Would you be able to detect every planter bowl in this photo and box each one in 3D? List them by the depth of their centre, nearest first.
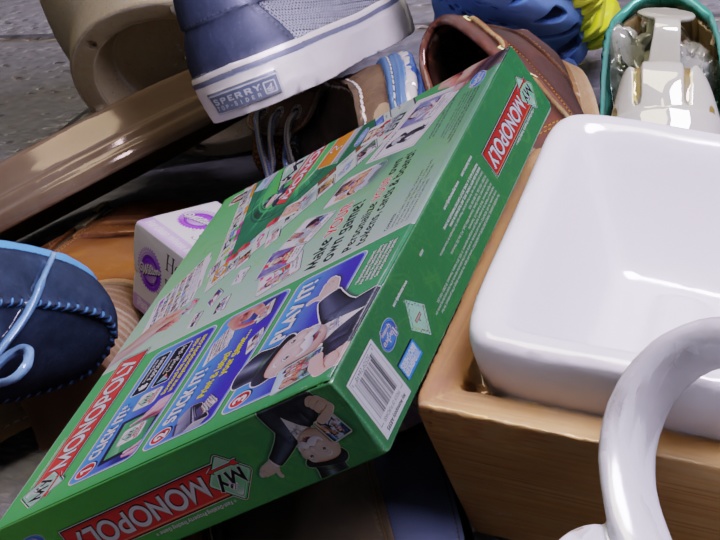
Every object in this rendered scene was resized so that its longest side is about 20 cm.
[{"bbox_3d":[-0.079,-0.145,1.071,0.199,0.200,0.135,-8,53,19],"label":"planter bowl"}]

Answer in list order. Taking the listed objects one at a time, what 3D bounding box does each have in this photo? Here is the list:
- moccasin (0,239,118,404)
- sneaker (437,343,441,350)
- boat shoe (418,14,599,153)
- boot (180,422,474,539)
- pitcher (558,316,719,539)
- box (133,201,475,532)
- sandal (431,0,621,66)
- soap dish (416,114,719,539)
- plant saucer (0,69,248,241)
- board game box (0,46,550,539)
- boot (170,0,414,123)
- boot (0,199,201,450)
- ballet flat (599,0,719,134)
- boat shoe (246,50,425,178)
[{"bbox_3d":[-0.166,0.039,0.729,0.199,0.081,0.068,-7,42,-39],"label":"moccasin"},{"bbox_3d":[0.000,0.000,0.836,0.074,0.081,0.200,-31,27,-26],"label":"sneaker"},{"bbox_3d":[0.065,-0.033,0.833,0.070,0.070,0.200,-50,31,20],"label":"boat shoe"},{"bbox_3d":[0.001,0.116,0.598,0.097,0.075,0.200,-22,40,0],"label":"boot"},{"bbox_3d":[0.121,0.100,0.491,0.200,0.121,0.172,6,79,45],"label":"pitcher"},{"bbox_3d":[-0.016,0.032,0.767,0.041,0.039,0.200,-14,31,-32],"label":"box"},{"bbox_3d":[0.064,-0.113,0.961,0.087,0.200,0.079,-48,70,7],"label":"sandal"},{"bbox_3d":[0.131,0.031,0.645,0.199,0.081,0.157,11,34,12],"label":"soap dish"},{"bbox_3d":[-0.132,-0.046,0.976,0.200,0.030,0.200,-28,2,1],"label":"plant saucer"},{"bbox_3d":[-0.022,0.011,0.671,0.134,0.029,0.200,-27,20,32],"label":"board game box"},{"bbox_3d":[-0.032,-0.126,0.898,0.073,0.091,0.200,-19,8,14],"label":"boot"},{"bbox_3d":[-0.161,0.022,0.904,0.199,0.077,0.155,-14,22,20],"label":"boot"},{"bbox_3d":[0.126,-0.066,0.899,0.067,0.071,0.200,-6,29,9],"label":"ballet flat"},{"bbox_3d":[-0.010,-0.050,0.918,0.072,0.073,0.200,-13,3,-6],"label":"boat shoe"}]
